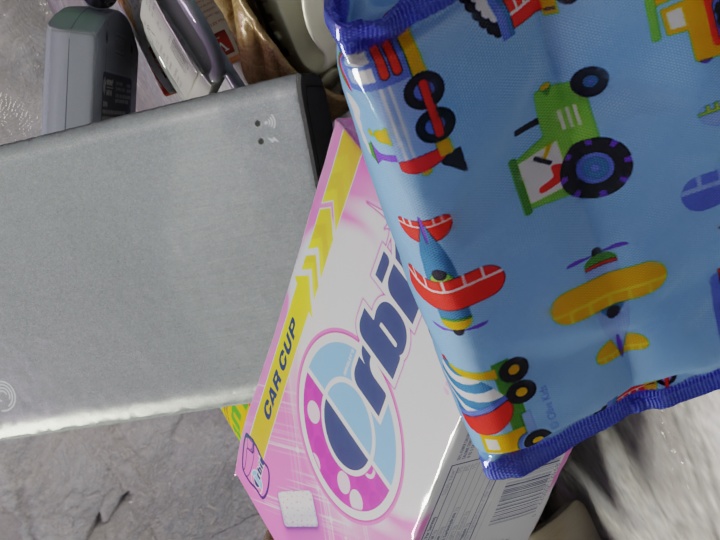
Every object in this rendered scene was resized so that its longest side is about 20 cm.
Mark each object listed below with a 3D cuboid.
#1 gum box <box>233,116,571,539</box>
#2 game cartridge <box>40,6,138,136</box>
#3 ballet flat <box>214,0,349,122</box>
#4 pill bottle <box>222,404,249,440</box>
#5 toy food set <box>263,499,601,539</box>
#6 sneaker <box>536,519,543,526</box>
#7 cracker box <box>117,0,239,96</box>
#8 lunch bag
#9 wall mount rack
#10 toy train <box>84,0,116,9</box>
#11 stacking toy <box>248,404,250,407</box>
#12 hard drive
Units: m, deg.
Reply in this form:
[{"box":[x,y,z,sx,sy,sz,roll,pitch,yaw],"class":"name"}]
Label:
[{"box":[0.019,0.052,0.596,0.114,0.066,0.201,52,138,37],"class":"gum box"},{"box":[-0.174,-0.103,0.997,0.200,0.041,0.134,-106,23,-85],"class":"game cartridge"},{"box":[-0.048,-0.153,0.685,0.072,0.068,0.201,6,127,53],"class":"ballet flat"},{"box":[-0.029,0.115,1.120,0.200,0.111,0.112,51,166,50],"class":"pill bottle"},{"box":[0.053,0.191,0.818,0.199,0.060,0.144,-12,111,34],"class":"toy food set"},{"box":[0.077,0.141,0.843,0.078,0.075,0.201,32,155,40],"class":"sneaker"},{"box":[-0.148,-0.220,1.032,0.201,0.057,0.134,63,171,-8],"class":"cracker box"},{"box":[0.034,-0.072,0.434,0.201,0.093,0.151,-110,-1,-50],"class":"lunch bag"},{"box":[-0.087,-0.163,0.838,0.175,0.074,0.200,60,170,-4],"class":"wall mount rack"},{"box":[-0.144,-0.223,0.878,0.057,0.041,0.200,61,153,20],"class":"toy train"},{"box":[-0.008,0.123,0.905,0.201,0.085,0.085,58,174,-31],"class":"stacking toy"},{"box":[-0.099,-0.002,0.720,0.033,0.199,0.141,-18,-83,-67],"class":"hard drive"}]
